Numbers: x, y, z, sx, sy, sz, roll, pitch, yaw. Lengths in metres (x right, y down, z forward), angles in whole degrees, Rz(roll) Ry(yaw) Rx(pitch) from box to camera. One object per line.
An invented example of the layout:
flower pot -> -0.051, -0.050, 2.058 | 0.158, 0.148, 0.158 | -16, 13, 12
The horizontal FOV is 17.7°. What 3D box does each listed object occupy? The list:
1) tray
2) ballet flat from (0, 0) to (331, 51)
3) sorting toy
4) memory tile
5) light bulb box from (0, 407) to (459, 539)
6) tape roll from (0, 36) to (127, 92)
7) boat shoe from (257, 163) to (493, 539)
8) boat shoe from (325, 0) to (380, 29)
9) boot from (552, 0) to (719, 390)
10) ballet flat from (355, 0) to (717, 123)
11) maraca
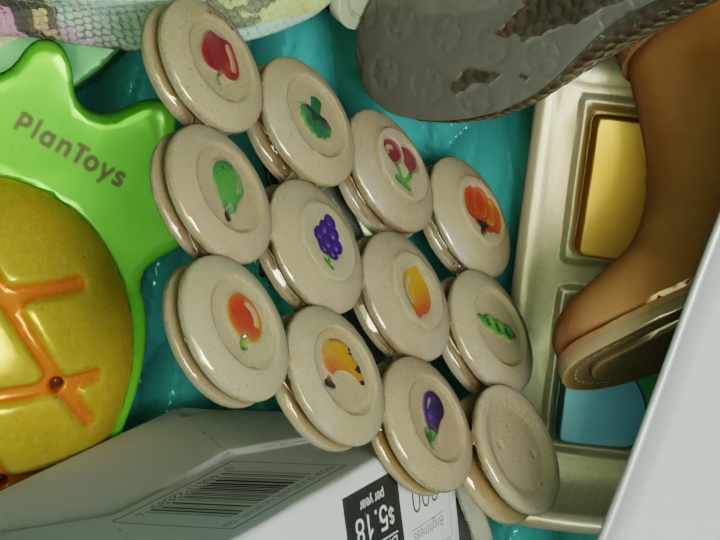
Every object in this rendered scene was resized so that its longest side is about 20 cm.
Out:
tray -> 0.145, 0.020, 0.781 | 0.107, 0.022, 0.201 | 11, 104, -32
ballet flat -> -0.105, -0.117, 0.807 | 0.199, 0.071, 0.069 | 0, 60, -1
sorting toy -> 0.151, 0.009, 0.894 | 0.184, 0.036, 0.201 | 6, 94, -2
memory tile -> 0.000, 0.000, 0.806 | 0.017, 0.200, 0.154 | -26, 56, 31
light bulb box -> -0.056, 0.168, 0.798 | 0.124, 0.198, 0.201 | 0, 102, 30
tape roll -> -0.160, -0.153, 0.867 | 0.200, 0.048, 0.201 | 0, 94, -2
boat shoe -> -0.010, 0.026, 0.876 | 0.057, 0.067, 0.201 | -23, 98, -4
boat shoe -> 0.016, -0.192, 0.861 | 0.066, 0.074, 0.200 | 27, 105, 24
boot -> 0.118, -0.061, 0.842 | 0.200, 0.074, 0.155 | -34, 73, -10
ballet flat -> 0.083, -0.105, 0.822 | 0.200, 0.046, 0.068 | -24, 86, 35
maraca -> -0.140, 0.014, 0.847 | 0.137, 0.107, 0.200 | 28, 98, -17
